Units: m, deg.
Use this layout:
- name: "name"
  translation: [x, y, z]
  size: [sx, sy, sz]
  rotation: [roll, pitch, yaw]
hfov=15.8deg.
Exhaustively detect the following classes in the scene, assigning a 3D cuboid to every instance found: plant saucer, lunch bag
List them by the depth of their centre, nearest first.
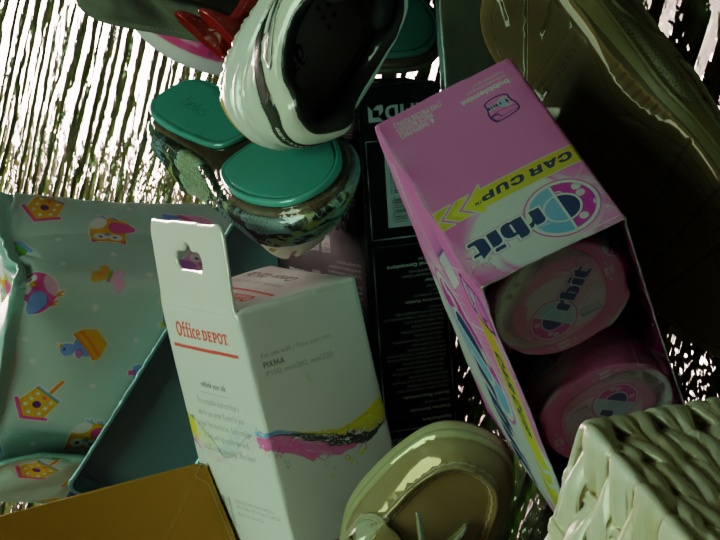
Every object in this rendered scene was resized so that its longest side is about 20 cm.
- name: "plant saucer"
  translation: [0.057, -0.068, 1.205]
  size: [0.201, 0.039, 0.201]
  rotation: [-3, -90, -88]
- name: "plant saucer"
  translation: [-0.088, 0.055, 1.456]
  size: [0.200, 0.070, 0.019]
  rotation: [-57, 22, 18]
- name: "lunch bag"
  translation: [-0.147, 0.064, 1.527]
  size: [0.122, 0.170, 0.200]
  rotation: [-114, 33, -52]

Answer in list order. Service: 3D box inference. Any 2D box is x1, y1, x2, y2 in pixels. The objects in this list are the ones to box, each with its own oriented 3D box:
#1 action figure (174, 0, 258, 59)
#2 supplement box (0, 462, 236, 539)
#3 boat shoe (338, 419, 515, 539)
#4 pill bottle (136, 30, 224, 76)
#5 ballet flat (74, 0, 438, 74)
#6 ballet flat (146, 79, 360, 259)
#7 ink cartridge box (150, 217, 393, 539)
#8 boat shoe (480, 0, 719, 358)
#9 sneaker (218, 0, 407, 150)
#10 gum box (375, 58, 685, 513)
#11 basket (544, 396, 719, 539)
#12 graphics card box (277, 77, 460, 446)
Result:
- name: "action figure"
  translation: [-0.015, -0.194, 1.288]
  size: [0.200, 0.052, 0.065]
  rotation: [-50, 14, -12]
- name: "supplement box"
  translation: [-0.167, 0.220, 1.332]
  size: [0.133, 0.197, 0.200]
  rotation: [66, 153, 21]
- name: "boat shoe"
  translation: [0.013, 0.158, 1.197]
  size: [0.063, 0.073, 0.200]
  rotation: [-90, 24, -60]
- name: "pill bottle"
  translation: [-0.052, -0.213, 1.388]
  size: [0.113, 0.113, 0.200]
  rotation: [60, 142, 45]
- name: "ballet flat"
  translation: [-0.056, -0.137, 1.342]
  size: [0.064, 0.200, 0.067]
  rotation: [109, 177, -61]
- name: "ballet flat"
  translation: [-0.045, -0.043, 1.307]
  size: [0.200, 0.074, 0.074]
  rotation: [-139, 53, -60]
- name: "ink cartridge box"
  translation: [-0.039, 0.064, 1.289]
  size: [0.116, 0.067, 0.200]
  rotation: [8, 112, 66]
- name: "boat shoe"
  translation: [0.128, -0.052, 1.089]
  size: [0.200, 0.065, 0.072]
  rotation: [56, 134, 20]
- name: "sneaker"
  translation: [0.003, -0.148, 1.222]
  size: [0.088, 0.076, 0.200]
  rotation: [19, 91, 66]
- name: "gum box"
  translation: [0.081, 0.026, 1.088]
  size: [0.114, 0.066, 0.200]
  rotation: [59, 175, 46]
- name: "basket"
  translation: [0.139, 0.157, 1.006]
  size: [0.136, 0.123, 0.200]
  rotation: [51, 134, 50]
- name: "graphics card box"
  translation: [0.000, 0.000, 1.340]
  size: [0.125, 0.051, 0.200]
  rotation: [-169, 73, -66]
